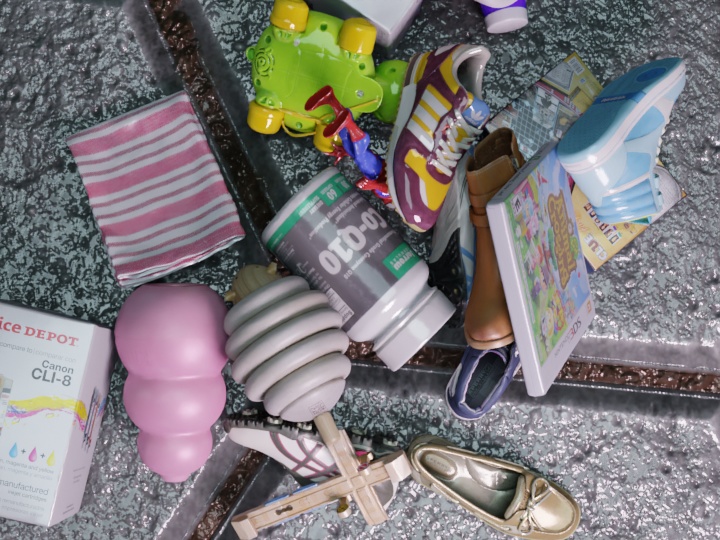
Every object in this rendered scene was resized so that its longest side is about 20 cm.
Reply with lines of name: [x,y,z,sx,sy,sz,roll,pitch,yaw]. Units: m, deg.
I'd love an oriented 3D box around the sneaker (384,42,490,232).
sneaker: [0.084,-0.140,1.183,0.089,0.075,0.203,-7,68,38]

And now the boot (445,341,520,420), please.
boot: [0.158,0.069,1.230,0.072,0.090,0.202,28,83,1]

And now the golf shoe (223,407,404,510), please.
golf shoe: [-0.053,0.200,1.222,0.197,0.077,0.090,14,93,1]

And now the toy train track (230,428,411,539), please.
toy train track: [-0.042,0.235,1.189,0.198,0.033,0.116,-23,109,12]

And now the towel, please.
towel: [-0.219,-0.091,1.235,0.144,0.030,0.202,-22,67,-6]

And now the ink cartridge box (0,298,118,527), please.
ink cartridge box: [-0.342,0.137,1.180,0.143,0.145,0.203,12,83,0]

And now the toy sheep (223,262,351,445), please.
toy sheep: [-0.070,0.082,1.164,0.137,0.138,0.201,-33,78,-5]

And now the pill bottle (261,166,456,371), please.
pill bottle: [0.000,0.000,1.221,0.113,0.113,0.200,-44,88,-5]

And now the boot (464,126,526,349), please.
boot: [0.133,-0.034,1.174,0.073,0.201,0.156,-2,128,22]

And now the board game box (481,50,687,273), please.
board game box: [0.243,-0.118,1.280,0.135,0.035,0.201,-37,87,-5]

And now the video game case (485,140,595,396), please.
video game case: [0.186,-0.006,1.175,0.022,0.182,0.203,-4,111,30]

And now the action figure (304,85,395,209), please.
action figure: [0.003,-0.113,1.200,0.052,0.200,0.066,-43,56,4]

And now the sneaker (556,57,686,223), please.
sneaker: [0.295,-0.128,1.235,0.200,0.079,0.132,-42,115,-25]

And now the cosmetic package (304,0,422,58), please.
cosmetic package: [-0.031,-0.322,1.257,0.199,0.102,0.075,36,85,3]

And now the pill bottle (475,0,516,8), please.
pill bottle: [0.086,-0.357,1.209,0.199,0.112,0.113,32,84,32]

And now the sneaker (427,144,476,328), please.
sneaker: [0.110,-0.039,1.255,0.072,0.071,0.204,-3,93,-35]

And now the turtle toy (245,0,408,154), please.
turtle toy: [-0.027,-0.206,1.243,0.197,0.101,0.148,17,110,0]

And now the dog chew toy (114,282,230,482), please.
dog chew toy: [-0.192,0.116,1.204,0.122,0.125,0.204,1,92,-2]

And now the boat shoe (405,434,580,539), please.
boat shoe: [0.141,0.231,1.229,0.198,0.063,0.074,27,84,1]

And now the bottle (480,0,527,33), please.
bottle: [0.144,-0.366,1.283,0.082,0.065,0.204,-9,85,4]
